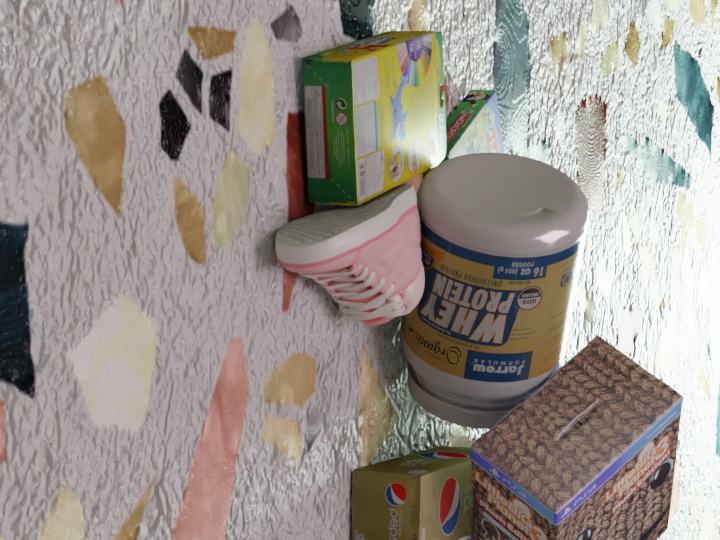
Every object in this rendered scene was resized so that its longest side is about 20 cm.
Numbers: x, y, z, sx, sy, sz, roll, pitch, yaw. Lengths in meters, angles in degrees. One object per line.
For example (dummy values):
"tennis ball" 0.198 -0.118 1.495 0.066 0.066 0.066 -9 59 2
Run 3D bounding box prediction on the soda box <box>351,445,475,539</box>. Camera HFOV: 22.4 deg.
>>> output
"soda box" 0.061 0.196 1.567 0.200 0.064 0.068 -2 93 -65

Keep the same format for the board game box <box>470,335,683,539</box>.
"board game box" 0.184 0.186 1.556 0.159 0.097 0.200 -38 146 -24

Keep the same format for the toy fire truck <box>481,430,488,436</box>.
"toy fire truck" 0.205 0.254 1.725 0.176 0.200 0.129 69 33 -41

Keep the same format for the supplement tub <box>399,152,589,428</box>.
"supplement tub" 0.109 0.017 1.530 0.145 0.144 0.200 -50 151 -54

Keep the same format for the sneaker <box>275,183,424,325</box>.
"sneaker" 0.000 0.000 1.400 0.200 0.075 0.105 -31 116 -65

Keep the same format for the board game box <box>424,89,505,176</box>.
"board game box" 0.107 -0.050 1.693 0.135 0.029 0.200 -53 138 -51

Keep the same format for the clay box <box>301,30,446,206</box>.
"clay box" 0.016 -0.128 1.460 0.200 0.048 0.115 -31 121 -63
